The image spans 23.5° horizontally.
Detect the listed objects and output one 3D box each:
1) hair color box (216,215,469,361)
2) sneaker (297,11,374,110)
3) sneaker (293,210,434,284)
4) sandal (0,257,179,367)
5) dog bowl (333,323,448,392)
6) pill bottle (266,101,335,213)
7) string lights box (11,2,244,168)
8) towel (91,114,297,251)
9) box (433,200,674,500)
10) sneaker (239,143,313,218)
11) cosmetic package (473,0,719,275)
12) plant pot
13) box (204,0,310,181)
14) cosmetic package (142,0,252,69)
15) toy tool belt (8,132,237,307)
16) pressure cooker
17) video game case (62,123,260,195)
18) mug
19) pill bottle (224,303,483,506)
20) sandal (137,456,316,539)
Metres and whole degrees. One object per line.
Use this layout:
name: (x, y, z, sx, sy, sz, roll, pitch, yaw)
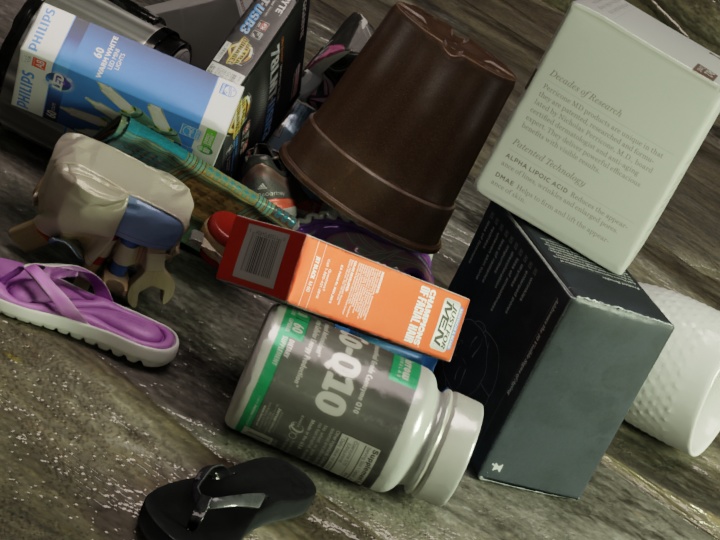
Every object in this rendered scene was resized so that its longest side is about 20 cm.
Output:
hair color box: (-0.014, 0.017, 1.517, 0.199, 0.065, 0.110, 20, -3, -39)
sneaker: (-0.011, -0.218, 1.919, 0.086, 0.081, 0.200, 39, -15, -6)
sneaker: (0.000, 0.000, 1.796, 0.199, 0.081, 0.089, 9, 43, -31)
sandal: (-0.247, 0.020, 1.498, 0.201, 0.050, 0.083, 22, 21, -9)
dog bowl: (0.021, 0.096, 1.617, 0.110, 0.050, 0.200, 18, 22, -9)
pill bottle: (-0.058, -0.124, 1.959, 0.199, 0.109, 0.109, 25, 21, 0)
string lights box: (-0.217, -0.163, 1.604, 0.198, 0.103, 0.059, 22, 62, -6)
towel: (-0.176, -0.072, 1.654, 0.199, 0.146, 0.022, 31, 60, -23)
box: (0.166, 0.071, 1.633, 0.123, 0.201, 0.197, 16, 23, -25)
sneaker: (-0.091, -0.093, 1.822, 0.076, 0.083, 0.200, -6, 3, -1)
cosmetic package: (0.236, -0.136, 1.638, 0.164, 0.201, 0.165, 31, 20, 8)
plant pot: (0.049, -0.155, 1.789, 0.199, 0.199, 0.200, 30, 16, -9)
box: (-0.119, -0.182, 1.796, 0.049, 0.201, 0.199, 28, 60, 9)
cosmetic package: (-0.208, -0.250, 1.959, 0.198, 0.108, 0.090, -10, 18, 11)
toy tool belt: (-0.210, -0.030, 1.578, 0.199, 0.123, 0.125, 26, 32, -16)
pressure cooker: (-0.264, -0.188, 1.798, 0.199, 0.180, 0.176, 27, 36, 5)
video game case: (-0.202, -0.085, 1.713, 0.198, 0.018, 0.143, 24, -21, -5)
mug: (0.312, 0.099, 1.845, 0.174, 0.148, 0.200, 27, -10, 24)
pill bottle: (-0.005, 0.116, 1.459, 0.198, 0.114, 0.113, 23, 21, -4)
sandal: (-0.101, 0.171, 1.323, 0.076, 0.043, 0.200, 33, 22, 19)
